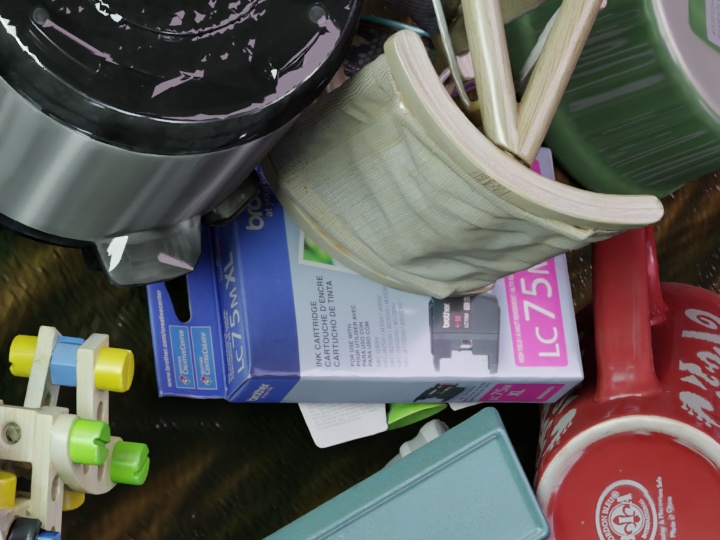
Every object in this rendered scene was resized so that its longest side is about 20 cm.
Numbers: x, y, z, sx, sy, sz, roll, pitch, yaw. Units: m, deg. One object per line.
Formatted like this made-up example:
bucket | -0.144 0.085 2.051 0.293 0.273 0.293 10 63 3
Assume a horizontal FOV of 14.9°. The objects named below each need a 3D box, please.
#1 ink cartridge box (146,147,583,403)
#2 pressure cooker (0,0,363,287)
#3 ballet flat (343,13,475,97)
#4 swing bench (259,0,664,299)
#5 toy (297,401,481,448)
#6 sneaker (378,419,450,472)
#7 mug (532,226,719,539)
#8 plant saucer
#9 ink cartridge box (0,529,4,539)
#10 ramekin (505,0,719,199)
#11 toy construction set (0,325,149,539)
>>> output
ink cartridge box | 0.000 0.000 1.271 0.200 0.042 0.120 0 69 -19
pressure cooker | -0.102 -0.100 1.138 0.178 0.200 0.176 31 67 -8
ballet flat | -0.040 -0.100 1.285 0.200 0.069 0.071 20 77 -18
swing bench | 0.039 -0.102 1.172 0.129 0.199 0.201 10 77 -17
toy | -0.014 -0.015 1.322 0.115 0.047 0.200 -14 73 -31
sneaker | 0.048 0.153 1.349 0.200 0.082 0.075 57 -1 -40
mug | 0.132 0.078 1.369 0.178 0.133 0.200 51 17 -6
plant saucer | -0.004 0.137 1.235 0.200 0.019 0.070 -29 102 -19
ink cartridge box | -0.195 0.160 0.998 0.160 0.047 0.200 -18 95 -28
ramekin | 0.174 -0.144 1.574 0.200 0.098 0.200 22 61 -46
toy construction set | -0.129 0.127 1.115 0.131 0.092 0.201 -28 109 -77
